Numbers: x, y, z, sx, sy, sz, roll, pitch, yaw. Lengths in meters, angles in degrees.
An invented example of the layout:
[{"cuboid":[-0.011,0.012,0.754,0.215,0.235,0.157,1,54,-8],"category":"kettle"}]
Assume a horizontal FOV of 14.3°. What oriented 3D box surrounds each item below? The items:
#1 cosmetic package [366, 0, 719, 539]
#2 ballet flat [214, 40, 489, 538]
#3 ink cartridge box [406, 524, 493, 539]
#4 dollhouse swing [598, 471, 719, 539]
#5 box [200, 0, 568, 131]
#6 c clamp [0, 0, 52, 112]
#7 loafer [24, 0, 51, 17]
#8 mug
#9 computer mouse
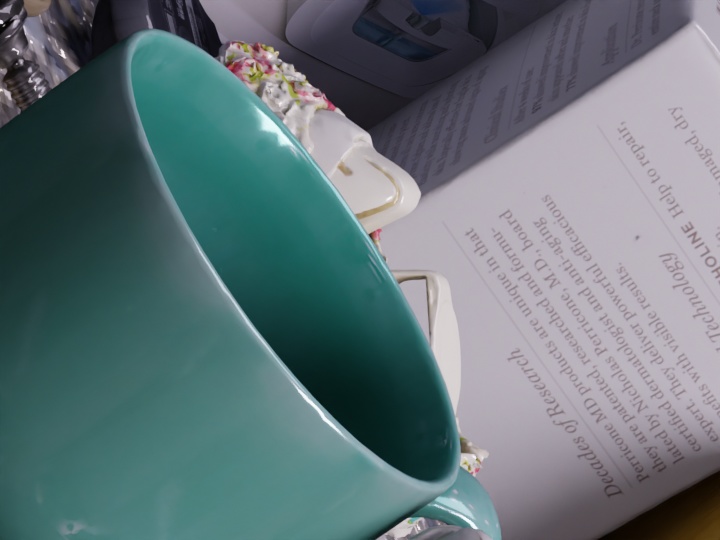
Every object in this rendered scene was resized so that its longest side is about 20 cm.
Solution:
[{"cuboid":[0.104,-0.011,1.192,0.167,0.200,0.167,53,20,-14],"category":"cosmetic package"},{"cuboid":[0.000,0.000,1.078,0.076,0.064,0.201,2,69,-67],"category":"ballet flat"},{"cuboid":[0.010,0.188,0.743,0.083,0.145,0.200,43,25,-41],"category":"ink cartridge box"},{"cuboid":[0.174,0.188,1.150,0.176,0.182,0.200,44,22,-12],"category":"dollhouse swing"},{"cuboid":[0.031,-0.152,1.258,0.200,0.176,0.097,37,29,-49],"category":"box"},{"cuboid":[-0.096,-0.016,0.945,0.200,0.027,0.171,60,18,-24],"category":"c clamp"},{"cuboid":[-0.151,-0.184,1.013,0.200,0.067,0.076,62,19,8],"category":"loafer"},{"cuboid":[-0.053,0.040,0.801,0.185,0.114,0.152,57,15,5],"category":"mug"},{"cuboid":[-0.060,-0.068,1.140,0.200,0.034,0.059,35,38,-64],"category":"computer mouse"}]
